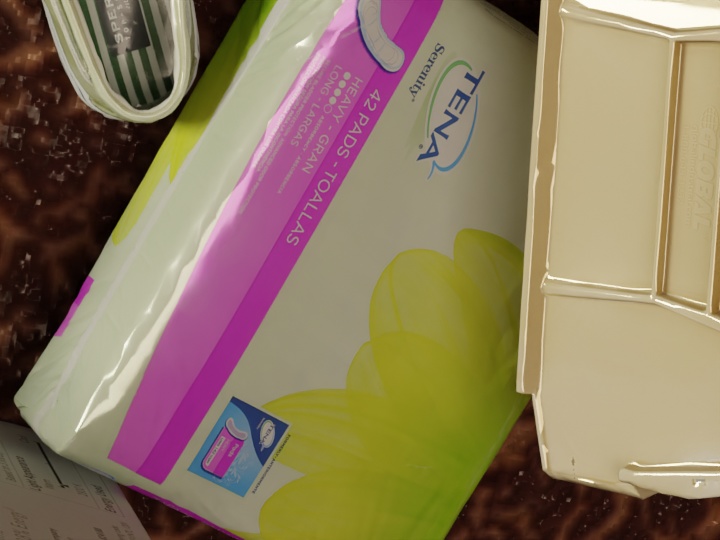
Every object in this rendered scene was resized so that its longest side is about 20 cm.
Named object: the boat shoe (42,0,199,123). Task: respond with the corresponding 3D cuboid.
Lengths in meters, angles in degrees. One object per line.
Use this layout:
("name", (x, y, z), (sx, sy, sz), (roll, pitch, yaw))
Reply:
("boat shoe", (-0.089, -0.143, 0.742), (0.072, 0.062, 0.201), (-22, 107, -10))

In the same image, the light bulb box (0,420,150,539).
("light bulb box", (-0.175, 0.108, 0.701), (0.199, 0.198, 0.126), (16, 95, -18))

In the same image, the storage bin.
("storage bin", (0.146, -0.038, 0.764), (0.200, 0.093, 0.200), (-13, 109, -53))

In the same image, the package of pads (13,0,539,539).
("package of pads", (0.000, 0.000, 0.786), (0.154, 0.068, 0.201), (29, 92, -30))
